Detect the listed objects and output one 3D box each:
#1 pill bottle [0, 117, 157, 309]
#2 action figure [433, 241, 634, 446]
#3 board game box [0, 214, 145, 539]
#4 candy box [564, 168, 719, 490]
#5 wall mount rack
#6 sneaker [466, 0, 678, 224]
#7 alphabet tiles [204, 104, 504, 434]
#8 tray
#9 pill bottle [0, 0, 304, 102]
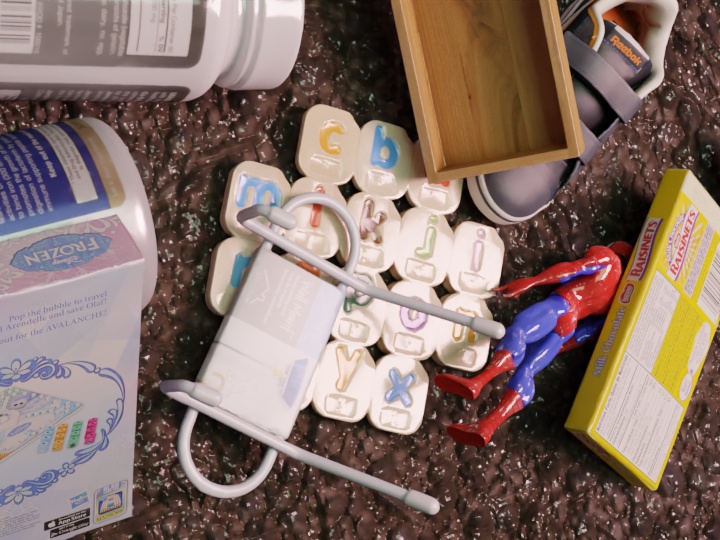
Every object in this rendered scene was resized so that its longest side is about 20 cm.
[{"bbox_3d":[-0.220,-0.008,0.795,0.199,0.116,0.116,-16,91,-26],"label":"pill bottle"},{"bbox_3d":[0.123,0.036,0.988,0.200,0.052,0.066,-37,121,-33],"label":"action figure"},{"bbox_3d":[-0.212,0.079,0.760,0.199,0.199,0.043,-15,48,-27],"label":"board game box"},{"bbox_3d":[0.207,0.041,1.027,0.102,0.026,0.200,39,68,-40],"label":"candy box"},{"bbox_3d":[-0.018,0.054,0.891,0.173,0.075,0.201,28,74,-21],"label":"wall mount rack"},{"bbox_3d":[0.144,-0.120,0.997,0.078,0.079,0.200,40,67,-20],"label":"sneaker"},{"bbox_3d":[0.000,0.000,0.956,0.199,0.015,0.196,14,79,-24],"label":"alphabet tiles"},{"bbox_3d":[0.073,-0.163,0.935,0.098,0.037,0.201,-9,99,17],"label":"tray"},{"bbox_3d":[-0.142,-0.154,0.849,0.199,0.114,0.114,-2,86,-26],"label":"pill bottle"}]
